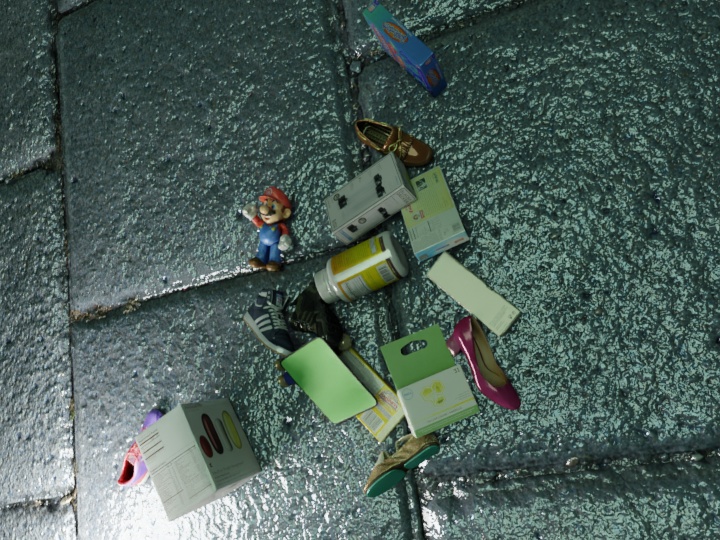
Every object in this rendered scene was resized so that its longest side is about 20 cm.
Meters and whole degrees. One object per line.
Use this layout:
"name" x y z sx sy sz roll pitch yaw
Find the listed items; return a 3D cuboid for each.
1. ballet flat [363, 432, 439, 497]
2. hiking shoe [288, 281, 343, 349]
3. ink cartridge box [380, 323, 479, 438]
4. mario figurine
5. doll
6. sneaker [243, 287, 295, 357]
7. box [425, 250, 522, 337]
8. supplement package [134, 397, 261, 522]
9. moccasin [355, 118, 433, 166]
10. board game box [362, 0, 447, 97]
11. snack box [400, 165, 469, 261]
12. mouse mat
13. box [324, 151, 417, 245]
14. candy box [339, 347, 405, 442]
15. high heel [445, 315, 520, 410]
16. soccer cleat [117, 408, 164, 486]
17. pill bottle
"ballet flat" 0.081 0.404 1.127 0.199 0.070 0.065 -38 44 9
"hiking shoe" -0.106 0.119 1.193 0.100 0.076 0.201 -38 37 10
"ink cartridge box" 0.141 0.226 1.105 0.144 0.048 0.202 -21 77 -5
"mario figurine" -0.229 -0.104 1.281 0.122 0.106 0.202 7 93 -13
"doll" -0.107 0.193 1.213 0.199 0.048 0.138 -27 62 22
"sneaker" -0.197 0.115 1.239 0.200 0.070 0.109 35 94 43
"box" 0.237 0.049 1.100 0.200 0.082 0.069 42 98 19
"supplement package" -0.368 0.424 1.215 0.147 0.191 0.201 -35 73 12
"moccasin" 0.075 -0.298 1.211 0.201 0.078 0.074 36 95 21
"board game box" 0.102 -0.497 1.190 0.045 0.152 0.200 -43 70 10
"snack box" 0.150 -0.126 1.142 0.115 0.037 0.201 -24 52 16
"mouse mat" -0.072 0.244 1.153 0.161 0.008 0.200 -35 98 37
"box" 0.020 -0.161 1.190 0.199 0.060 0.117 -33 49 20
"candy box" 0.011 0.274 1.181 0.200 0.026 0.102 43 94 21
"high heel" 0.259 0.185 1.056 0.200 0.067 0.096 44 136 15
"soccer cleat" -0.557 0.453 1.346 0.068 0.073 0.202 19 90 22
"pill bottle" 0.000 0.000 1.180 0.199 0.109 0.110 -25 74 16
